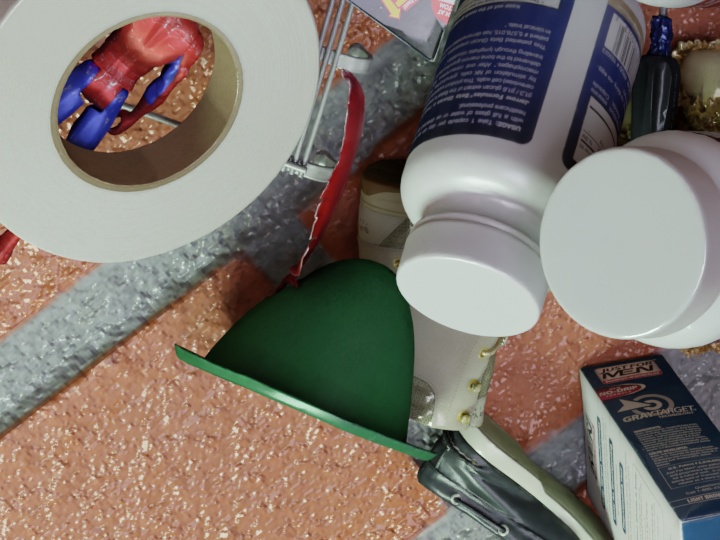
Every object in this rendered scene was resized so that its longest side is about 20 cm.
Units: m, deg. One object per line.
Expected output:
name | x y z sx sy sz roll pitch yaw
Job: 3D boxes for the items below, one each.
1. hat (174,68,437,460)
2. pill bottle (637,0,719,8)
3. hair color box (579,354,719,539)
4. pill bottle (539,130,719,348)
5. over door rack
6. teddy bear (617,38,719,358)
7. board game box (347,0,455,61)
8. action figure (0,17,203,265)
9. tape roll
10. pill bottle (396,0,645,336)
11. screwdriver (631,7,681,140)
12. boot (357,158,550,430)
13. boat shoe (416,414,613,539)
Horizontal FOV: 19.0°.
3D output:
hat | 0.000 0.000 1.245 0.165 0.200 0.177 22 87 -18
pill bottle | 0.194 -0.200 1.183 0.199 0.112 0.113 -8 119 -44
hair color box | 0.193 0.141 1.324 0.060 0.200 0.101 -10 115 -9
pill bottle | 0.185 -0.018 1.151 0.199 0.114 0.115 -4 122 -56
over door rack | -0.088 -0.149 1.214 0.198 0.067 0.149 16 109 -4
teddy bear | 0.211 -0.046 1.332 0.145 0.067 0.200 -40 109 0
board game box | 0.012 -0.221 1.116 0.199 0.062 0.200 -38 113 10
action figure | -0.148 -0.096 1.174 0.065 0.052 0.200 41 101 -18
tape roll | -0.118 -0.096 1.128 0.201 0.037 0.204 -17 131 -20
pill bottle | 0.085 -0.069 1.203 0.111 0.111 0.201 33 59 -24
screwdriver | 0.175 -0.166 1.259 0.029 0.028 0.202 -3 96 -36
boot | 0.089 0.023 1.304 0.198 0.072 0.156 10 113 5
boat shoe | 0.114 0.172 1.390 0.066 0.075 0.199 -43 115 10
